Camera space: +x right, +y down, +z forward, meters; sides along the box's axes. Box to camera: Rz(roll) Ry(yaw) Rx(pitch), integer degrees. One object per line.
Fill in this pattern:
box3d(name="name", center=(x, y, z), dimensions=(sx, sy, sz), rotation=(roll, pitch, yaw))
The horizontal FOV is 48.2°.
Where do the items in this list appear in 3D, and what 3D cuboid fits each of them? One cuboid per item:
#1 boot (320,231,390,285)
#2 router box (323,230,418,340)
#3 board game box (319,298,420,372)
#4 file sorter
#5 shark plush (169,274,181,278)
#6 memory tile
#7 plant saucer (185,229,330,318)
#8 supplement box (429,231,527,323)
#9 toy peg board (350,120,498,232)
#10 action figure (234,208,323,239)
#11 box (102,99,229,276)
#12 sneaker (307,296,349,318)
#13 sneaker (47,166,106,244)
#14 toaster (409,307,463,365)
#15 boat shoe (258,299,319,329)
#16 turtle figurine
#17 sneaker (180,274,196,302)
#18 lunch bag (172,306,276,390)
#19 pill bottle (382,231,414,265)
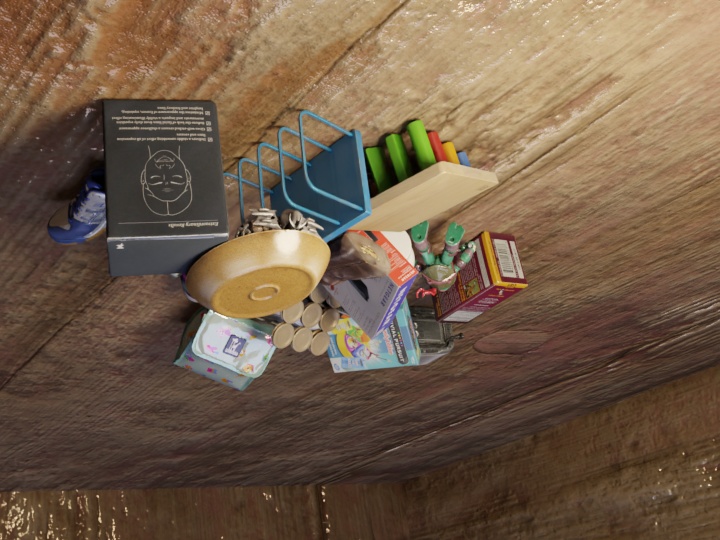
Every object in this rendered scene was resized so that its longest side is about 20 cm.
box3d(name="boot", center=(-0.059, -0.044, 1.289), dimensions=(0.185, 0.065, 0.199), rotation=(36, 161, -21))
box3d(name="router box", center=(0.000, 0.000, 1.393), dimensions=(0.049, 0.180, 0.201), rotation=(-34, 163, -29))
box3d(name="board game box", center=(0.019, 0.143, 1.755), dimensions=(0.196, 0.047, 0.153), rotation=(-7, 122, 17))
box3d(name="file sorter", center=(-0.100, -0.115, 1.164), dimensions=(0.199, 0.141, 0.122), rotation=(-29, 147, 36))
box3d(name="shark plush", center=(-0.354, -0.049, 1.300), dimensions=(0.082, 0.093, 0.199), rotation=(11, 176, 35))
box3d(name="memory tile", center=(-0.088, 0.060, 1.534), dimensions=(0.152, 0.203, 0.017), rotation=(15, -173, -46))
box3d(name="plant saucer", center=(-0.131, 0.015, 1.068), dimensions=(0.197, 0.036, 0.201), rotation=(-14, 153, -7))
box3d(name="supplement box", center=(0.230, 0.019, 1.621), dimensions=(0.084, 0.112, 0.200), rotation=(5, 152, -33))
box3d(name="toy peg board", center=(0.079, -0.146, 1.253), dimensions=(0.198, 0.099, 0.198), rotation=(-25, 168, 31))
box3d(name="action figure", center=(-0.131, -0.024, 1.117), dimensions=(0.129, 0.070, 0.200), rotation=(21, 139, -30))
box3d(name="box", center=(-0.254, -0.107, 1.040), dimensions=(0.146, 0.203, 0.107), rotation=(-2, 155, -16))
box3d(name="sneaker", center=(-0.082, 0.058, 1.635), dimensions=(0.089, 0.071, 0.199), rotation=(-13, 154, 30))
box3d(name="sneaker", center=(-0.379, -0.109, 1.156), dimensions=(0.197, 0.076, 0.088), rotation=(-26, 150, 10))
box3d(name="toaster", center=(0.128, 0.158, 1.886), dimensions=(0.196, 0.116, 0.129), rotation=(3, 157, -23))
box3d(name="boat shoe", center=(-0.161, 0.085, 1.657), dimensions=(0.067, 0.073, 0.198), rotation=(-30, 147, 34))
box3d(name="turtle figurine", center=(0.152, -0.018, 1.536), dimensions=(0.147, 0.102, 0.201), rotation=(-11, 150, 2))
box3d(name="sneaker", center=(-0.235, 0.012, 1.471), dimensions=(0.196, 0.076, 0.088), rotation=(-10, 151, 0))
box3d(name="lunch bag", center=(-0.270, 0.147, 1.646), dimensions=(0.168, 0.124, 0.200), rotation=(26, 144, -19))
box3d(name="pill bottle", center=(0.044, -0.004, 1.500), dimensions=(0.107, 0.111, 0.201), rotation=(-7, 155, -7))
